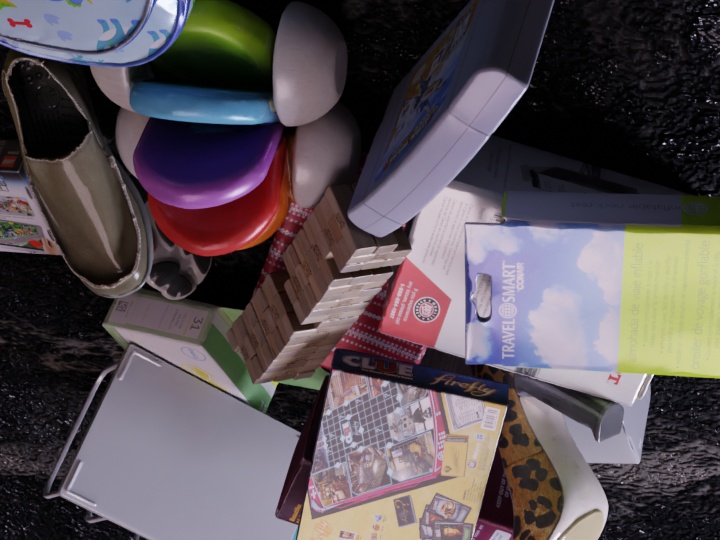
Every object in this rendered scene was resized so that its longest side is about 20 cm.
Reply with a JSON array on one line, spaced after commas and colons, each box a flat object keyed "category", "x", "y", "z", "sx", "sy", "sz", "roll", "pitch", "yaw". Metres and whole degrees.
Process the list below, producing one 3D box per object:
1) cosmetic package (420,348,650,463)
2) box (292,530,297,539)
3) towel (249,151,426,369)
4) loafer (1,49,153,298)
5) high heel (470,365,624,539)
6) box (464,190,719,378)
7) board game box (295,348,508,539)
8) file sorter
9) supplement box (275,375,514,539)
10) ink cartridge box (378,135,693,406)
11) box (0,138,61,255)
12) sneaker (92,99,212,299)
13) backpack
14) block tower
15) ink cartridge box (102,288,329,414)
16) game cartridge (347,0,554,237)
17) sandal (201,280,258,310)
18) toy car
[{"category": "cosmetic package", "x": 0.130, "y": 0.099, "z": 1.439, "sx": 0.199, "sy": 0.090, "sz": 0.107, "roll": -3, "pitch": 141, "yaw": 20}, {"category": "box", "x": -0.109, "y": 0.186, "z": 1.654, "sx": 0.200, "sy": 0.082, "sz": 0.049, "roll": 28, "pitch": 146, "yaw": -17}, {"category": "towel", "x": 0.000, "y": 0.000, "z": 1.349, "sx": 0.144, "sy": 0.023, "sz": 0.200, "roll": 20, "pitch": 123, "yaw": -5}, {"category": "loafer", "x": -0.211, "y": -0.072, "z": 1.253, "sx": 0.075, "sy": 0.070, "sz": 0.200, "roll": -23, "pitch": 95, "yaw": 9}, {"category": "high heel", "x": 0.122, "y": 0.157, "z": 1.356, "sx": 0.142, "sy": 0.071, "sz": 0.200, "roll": 31, "pitch": 116, "yaw": 40}, {"category": "box", "x": 0.171, "y": 0.010, "z": 1.182, "sx": 0.199, "sy": 0.048, "sz": 0.122, "roll": 2, "pitch": 122, "yaw": 8}, {"category": "board game box", "x": 0.026, "y": 0.165, "z": 1.337, "sx": 0.135, "sy": 0.035, "sz": 0.200, "roll": 12, "pitch": 116, "yaw": 0}, {"category": "file sorter", "x": -0.159, "y": 0.178, "z": 1.527, "sx": 0.200, "sy": 0.139, "sz": 0.124, "roll": 29, "pitch": 160, "yaw": -16}, {"category": "supplement box", "x": 0.043, "y": 0.175, "z": 1.428, "sx": 0.200, "sy": 0.086, "sz": 0.110, "roll": 19, "pitch": 144, "yaw": -3}, {"category": "ink cartridge box", "x": 0.129, "y": -0.004, "z": 1.262, "sx": 0.200, "sy": 0.083, "sz": 0.147, "roll": 17, "pitch": 126, "yaw": -2}, {"category": "box", "x": -0.346, "y": -0.064, "z": 1.436, "sx": 0.199, "sy": 0.035, "sz": 0.110, "roll": 4, "pitch": 144, "yaw": 16}, {"category": "sneaker", "x": -0.199, "y": -0.051, "z": 1.367, "sx": 0.083, "sy": 0.081, "sz": 0.200, "roll": 12, "pitch": 144, "yaw": 42}, {"category": "backpack", "x": -0.176, "y": -0.214, "z": 1.047, "sx": 0.183, "sy": 0.147, "sz": 0.200, "roll": 13, "pitch": 140, "yaw": 4}, {"category": "block tower", "x": -0.031, "y": 0.015, "z": 1.274, "sx": 0.054, "sy": 0.058, "sz": 0.200, "roll": -8, "pitch": 153, "yaw": -32}, {"category": "ink cartridge box", "x": -0.101, "y": 0.079, "z": 1.488, "sx": 0.200, "sy": 0.048, "sz": 0.146, "roll": 12, "pitch": 155, "yaw": 26}, {"category": "game cartridge", "x": 0.056, "y": -0.108, "z": 1.133, "sx": 0.041, "sy": 0.133, "sz": 0.200, "roll": 32, "pitch": 142, "yaw": -10}, {"category": "sandal", "x": -0.059, "y": 0.034, "z": 1.452, "sx": 0.200, "sy": 0.045, "sz": 0.075, "roll": -19, "pitch": 131, "yaw": 40}, {"category": "toy car", "x": -0.099, "y": -0.092, "z": 1.199, "sx": 0.175, "sy": 0.150, "sz": 0.200, "roll": 7, "pitch": 145, "yaw": 12}]
